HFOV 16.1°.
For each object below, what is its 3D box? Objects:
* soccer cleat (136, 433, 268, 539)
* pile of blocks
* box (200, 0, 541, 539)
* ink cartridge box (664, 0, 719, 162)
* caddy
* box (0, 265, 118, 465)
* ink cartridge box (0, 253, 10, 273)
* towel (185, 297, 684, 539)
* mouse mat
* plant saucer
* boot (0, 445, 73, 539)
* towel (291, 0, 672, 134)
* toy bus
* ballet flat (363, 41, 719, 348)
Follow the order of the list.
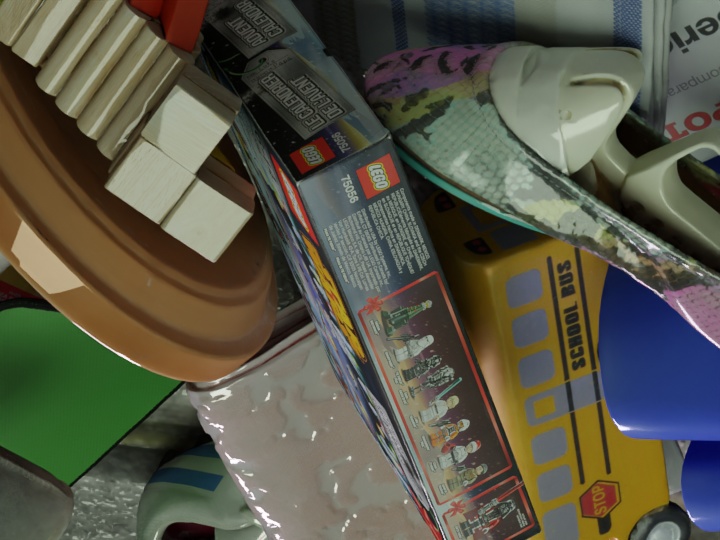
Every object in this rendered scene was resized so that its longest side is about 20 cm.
[{"bbox_3d":[-0.025,0.094,1.159,0.070,0.087,0.200,37,124,-27],"label":"soccer cleat"},{"bbox_3d":[-0.084,-0.094,0.893,0.062,0.200,0.082,-50,155,23],"label":"pile of blocks"},{"bbox_3d":[0.000,0.000,0.947,0.040,0.137,0.200,-27,128,-6],"label":"box"},{"bbox_3d":[0.122,-0.147,0.928,0.146,0.084,0.200,-24,127,26],"label":"ink cartridge box"},{"bbox_3d":[0.176,0.011,1.004,0.105,0.201,0.141,-10,136,35],"label":"caddy"},{"bbox_3d":[-0.139,0.013,1.117,0.075,0.050,0.200,23,130,-20],"label":"box"},{"bbox_3d":[-0.258,0.002,1.043,0.200,0.084,0.145,-46,119,7],"label":"ink cartridge box"},{"bbox_3d":[0.041,0.072,1.120,0.190,0.032,0.200,-29,128,-5],"label":"towel"},{"bbox_3d":[-0.166,0.080,1.110,0.200,0.008,0.161,-41,154,22],"label":"mouse mat"},{"bbox_3d":[-0.098,-0.050,0.957,0.032,0.201,0.200,-37,121,20],"label":"plant saucer"},{"bbox_3d":[-0.239,0.076,0.997,0.181,0.073,0.200,-13,151,28],"label":"boot"},{"bbox_3d":[0.021,-0.112,0.913,0.199,0.024,0.147,21,153,17],"label":"towel"},{"bbox_3d":[0.083,0.053,1.067,0.078,0.065,0.201,-21,126,-12],"label":"toy bus"},{"bbox_3d":[0.097,-0.033,0.883,0.200,0.069,0.071,34,137,-1],"label":"ballet flat"}]
